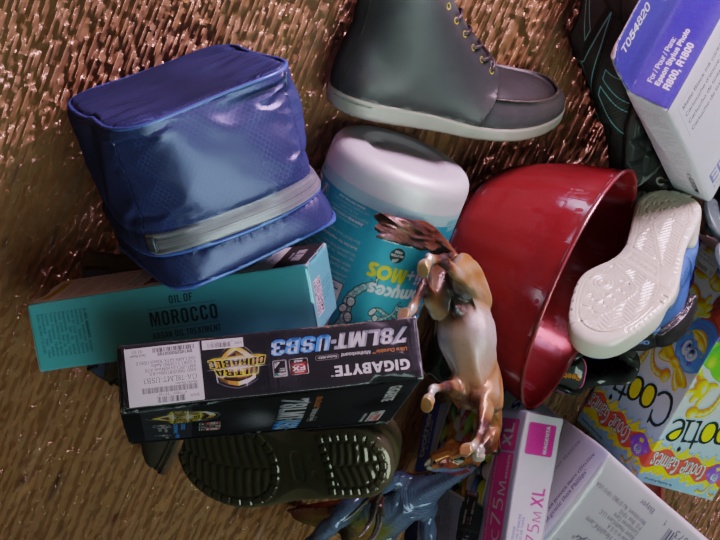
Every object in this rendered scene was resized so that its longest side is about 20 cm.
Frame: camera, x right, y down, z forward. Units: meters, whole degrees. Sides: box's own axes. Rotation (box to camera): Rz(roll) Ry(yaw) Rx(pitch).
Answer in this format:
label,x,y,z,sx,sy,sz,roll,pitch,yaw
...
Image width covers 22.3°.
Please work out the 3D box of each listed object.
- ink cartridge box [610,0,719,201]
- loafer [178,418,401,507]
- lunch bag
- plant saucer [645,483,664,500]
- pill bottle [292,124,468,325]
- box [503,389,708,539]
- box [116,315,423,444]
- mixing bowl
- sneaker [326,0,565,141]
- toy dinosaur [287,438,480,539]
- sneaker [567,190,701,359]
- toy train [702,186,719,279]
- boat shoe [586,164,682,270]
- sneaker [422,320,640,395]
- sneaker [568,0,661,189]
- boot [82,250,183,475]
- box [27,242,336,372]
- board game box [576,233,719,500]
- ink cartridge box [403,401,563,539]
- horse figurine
label,x,y,z,sx,sy,sz,roll,pitch,yaw
ink cartridge box,0.276,-0.185,1.406,0.201,0.040,0.200,-60,146,-12
loafer,-0.052,0.142,1.419,0.067,0.198,0.077,-23,112,-59
lunch bag,-0.110,-0.066,1.239,0.135,0.200,0.134,-21,108,-14
plant saucer,0.192,0.291,1.718,0.198,0.037,0.201,-19,125,-20
pill bottle,0.000,0.000,1.389,0.110,0.111,0.202,8,114,-32
box,0.186,0.206,1.532,0.184,0.200,0.105,41,88,-26
box,-0.066,0.079,1.256,0.196,0.200,0.050,-3,79,-7
mixing bowl,0.126,-0.004,1.427,0.201,0.108,0.201,-53,158,-33
sneaker,0.079,-0.161,1.358,0.198,0.075,0.107,2,119,-29
toy dinosaur,0.016,0.176,1.433,0.182,0.200,0.105,-45,129,11
sneaker,0.214,0.034,1.426,0.200,0.076,0.112,-55,152,-47
toy train,0.340,-0.034,1.510,0.085,0.201,0.114,-31,129,28
boat shoe,0.240,-0.068,1.510,0.070,0.066,0.201,25,104,-37
sneaker,0.150,0.067,1.528,0.198,0.086,0.081,-7,119,-25
sneaker,0.208,-0.161,1.432,0.075,0.079,0.202,-30,131,-39
boot,-0.170,0.065,1.376,0.096,0.075,0.202,8,121,-8
box,-0.121,0.025,1.263,0.198,0.082,0.050,-8,100,10
board game box,0.298,0.084,1.610,0.104,0.103,0.201,17,109,-35
ink cartridge box,0.088,0.169,1.467,0.042,0.200,0.121,13,84,-22
horse figurine,0.067,0.048,1.312,0.049,0.132,0.202,-14,93,22
